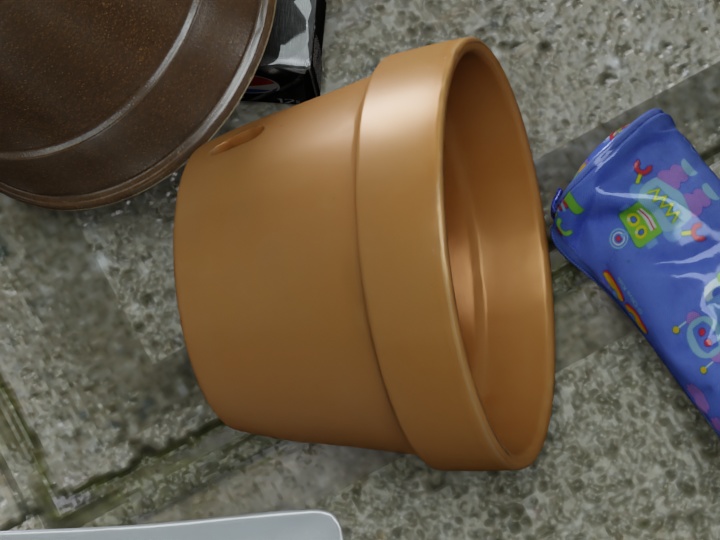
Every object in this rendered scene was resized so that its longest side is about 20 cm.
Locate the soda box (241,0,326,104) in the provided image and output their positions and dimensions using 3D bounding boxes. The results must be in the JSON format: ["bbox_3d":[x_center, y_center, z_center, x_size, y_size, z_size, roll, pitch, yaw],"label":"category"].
[{"bbox_3d":[-0.049,-0.187,1.422,0.070,0.063,0.201,3,76,2],"label":"soda box"}]

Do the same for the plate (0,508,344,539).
[{"bbox_3d":[-0.100,0.219,1.338,0.199,0.032,0.200,-4,75,0],"label":"plate"}]

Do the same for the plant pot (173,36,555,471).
[{"bbox_3d":[0.000,0.000,1.319,0.140,0.200,0.201,-7,75,16],"label":"plant pot"}]

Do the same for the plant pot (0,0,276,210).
[{"bbox_3d":[-0.173,-0.154,1.313,0.200,0.198,0.201,-10,68,26],"label":"plant pot"}]

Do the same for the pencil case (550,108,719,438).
[{"bbox_3d":[0.170,0.021,1.359,0.087,0.078,0.200,-36,78,-5],"label":"pencil case"}]
